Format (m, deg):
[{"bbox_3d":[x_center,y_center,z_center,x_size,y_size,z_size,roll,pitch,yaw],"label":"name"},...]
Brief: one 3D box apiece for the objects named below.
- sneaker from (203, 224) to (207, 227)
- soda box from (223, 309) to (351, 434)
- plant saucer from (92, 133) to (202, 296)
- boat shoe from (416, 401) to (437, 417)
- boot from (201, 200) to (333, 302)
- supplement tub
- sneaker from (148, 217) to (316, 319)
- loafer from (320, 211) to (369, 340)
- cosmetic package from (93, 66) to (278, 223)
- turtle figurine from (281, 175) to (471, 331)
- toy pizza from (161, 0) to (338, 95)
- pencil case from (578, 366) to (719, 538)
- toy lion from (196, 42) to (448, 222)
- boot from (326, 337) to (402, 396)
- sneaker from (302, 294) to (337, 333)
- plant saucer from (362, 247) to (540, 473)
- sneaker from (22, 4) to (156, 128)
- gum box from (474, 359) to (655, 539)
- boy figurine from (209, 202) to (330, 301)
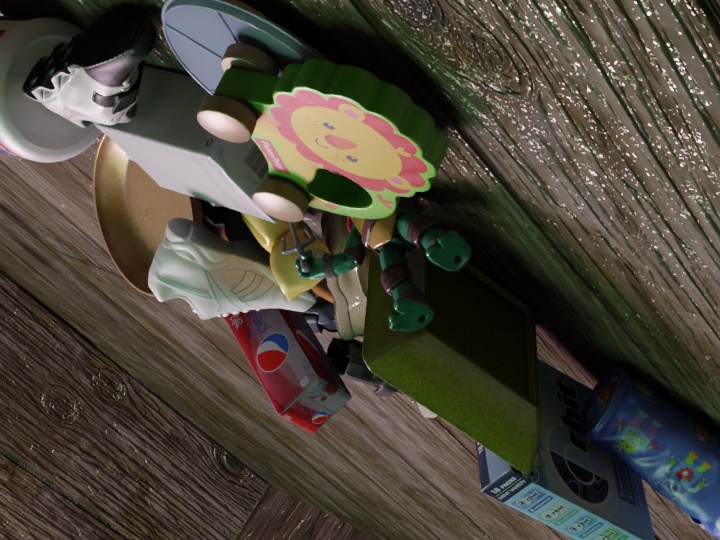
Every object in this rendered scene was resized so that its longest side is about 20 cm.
[{"bbox_3d":[-0.191,-0.041,1.854,0.086,0.074,0.201,9,-142,-45],"label":"sneaker"},{"bbox_3d":[-0.088,0.082,1.770,0.070,0.063,0.201,34,-164,-46],"label":"soda box"},{"bbox_3d":[-0.230,-0.073,1.782,0.035,0.203,0.199,-14,-158,-39],"label":"plant saucer"},{"bbox_3d":[0.073,0.059,1.540,0.062,0.201,0.072,-1,136,-15],"label":"boat shoe"},{"bbox_3d":[-0.088,-0.011,1.804,0.187,0.069,0.200,18,160,47],"label":"boot"},{"bbox_3d":[-0.351,-0.187,1.639,0.140,0.141,0.199,42,164,-33],"label":"supplement tub"},{"bbox_3d":[-0.132,0.011,1.629,0.199,0.081,0.070,21,-163,-39],"label":"sneaker"},{"bbox_3d":[0.000,0.000,1.643,0.067,0.076,0.201,-7,149,1],"label":"loafer"},{"bbox_3d":[-0.149,-0.123,1.532,0.199,0.082,0.113,21,162,45],"label":"cosmetic package"},{"bbox_3d":[0.012,-0.044,1.402,0.100,0.151,0.200,-7,-142,-34],"label":"turtle figurine"},{"bbox_3d":[-0.073,-0.164,1.308,0.199,0.032,0.200,28,162,10],"label":"toy pizza"},{"bbox_3d":[0.299,0.178,1.535,0.199,0.087,0.078,36,-157,-6],"label":"pencil case"},{"bbox_3d":[-0.017,-0.099,1.254,0.190,0.069,0.200,14,157,25],"label":"toy lion"},{"bbox_3d":[0.047,0.108,1.764,0.172,0.070,0.200,19,-177,-7],"label":"boot"},{"bbox_3d":[-0.079,0.045,1.957,0.199,0.080,0.079,27,165,19],"label":"sneaker"},{"bbox_3d":[0.095,0.056,1.459,0.199,0.201,0.048,34,123,-22],"label":"plant saucer"},{"bbox_3d":[-0.227,-0.180,1.480,0.088,0.075,0.199,40,152,-25],"label":"sneaker"},{"bbox_3d":[0.190,0.170,1.550,0.199,0.171,0.044,29,127,-29],"label":"gum box"},{"bbox_3d":[-0.091,-0.042,1.604,0.200,0.064,0.124,49,179,37],"label":"boy figurine"}]
